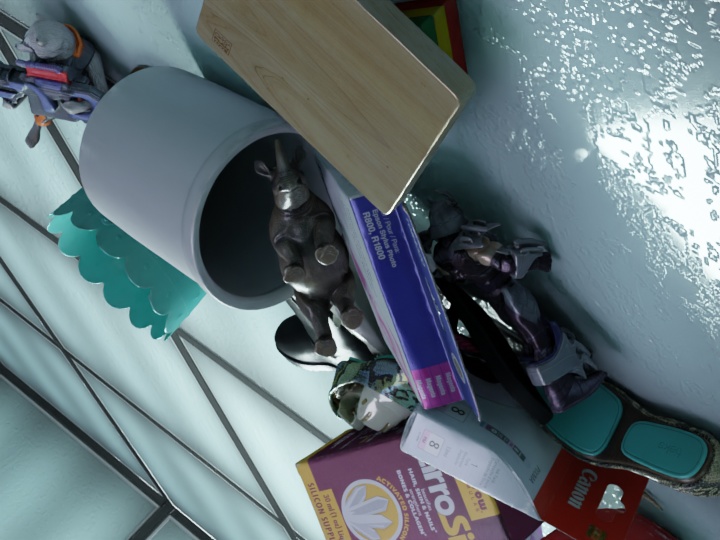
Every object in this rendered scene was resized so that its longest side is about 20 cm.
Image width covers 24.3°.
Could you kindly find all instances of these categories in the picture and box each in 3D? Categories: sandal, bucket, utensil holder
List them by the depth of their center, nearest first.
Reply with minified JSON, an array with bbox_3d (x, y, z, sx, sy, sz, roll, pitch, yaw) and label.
[{"bbox_3d":[0.096,0.067,1.405,0.075,0.045,0.200,38,-166,-40],"label":"sandal"},{"bbox_3d":[-0.134,-0.080,1.493,0.200,0.170,0.170,30,158,45],"label":"utensil holder"},{"bbox_3d":[-0.238,-0.035,1.876,0.207,0.135,0.207,40,163,15],"label":"bucket"}]

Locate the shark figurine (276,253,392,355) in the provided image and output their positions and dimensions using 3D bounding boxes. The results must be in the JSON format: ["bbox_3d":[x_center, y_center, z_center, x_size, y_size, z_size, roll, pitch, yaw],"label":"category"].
[{"bbox_3d":[0.008,0.015,1.550,0.215,0.089,0.128,51,-163,6],"label":"shark figurine"}]

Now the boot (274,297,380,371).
[{"bbox_3d":[-0.067,0.029,1.730,0.164,0.066,0.200,11,152,40],"label":"boot"}]

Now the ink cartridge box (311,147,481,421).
[{"bbox_3d":[0.026,0.007,1.355,0.200,0.043,0.197,-120,9,-67],"label":"ink cartridge box"}]

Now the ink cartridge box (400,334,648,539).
[{"bbox_3d":[0.150,0.144,1.419,0.199,0.163,0.057,23,117,11],"label":"ink cartridge box"}]

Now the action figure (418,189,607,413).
[{"bbox_3d":[0.114,0.016,1.323,0.200,0.069,0.130,53,168,-14],"label":"action figure"}]

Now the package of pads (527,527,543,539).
[{"bbox_3d":[0.108,0.255,1.730,0.200,0.076,0.121,41,-155,-29],"label":"package of pads"}]

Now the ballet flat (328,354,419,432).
[{"bbox_3d":[0.018,0.118,1.546,0.074,0.074,0.200,46,166,-7],"label":"ballet flat"}]

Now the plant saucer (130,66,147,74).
[{"bbox_3d":[-0.174,-0.120,1.707,0.200,0.037,0.201,39,162,15],"label":"plant saucer"}]

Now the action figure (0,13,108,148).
[{"bbox_3d":[-0.333,-0.203,1.773,0.199,0.105,0.194,16,152,7],"label":"action figure"}]

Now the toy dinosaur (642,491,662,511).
[{"bbox_3d":[0.189,0.185,1.582,0.106,0.061,0.200,16,169,-24],"label":"toy dinosaur"}]

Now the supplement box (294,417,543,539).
[{"bbox_3d":[0.060,0.201,1.552,0.199,0.103,0.132,-20,93,34],"label":"supplement box"}]

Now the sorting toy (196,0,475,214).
[{"bbox_3d":[-0.008,-0.163,1.159,0.200,0.070,0.199,44,157,4],"label":"sorting toy"}]

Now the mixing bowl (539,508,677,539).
[{"bbox_3d":[0.248,0.294,1.562,0.200,0.109,0.200,36,165,11],"label":"mixing bowl"}]

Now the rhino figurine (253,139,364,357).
[{"bbox_3d":[-0.046,-0.028,1.399,0.088,0.059,0.201,-104,-3,-51],"label":"rhino figurine"}]

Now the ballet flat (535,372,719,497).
[{"bbox_3d":[0.223,0.141,1.372,0.200,0.068,0.075,23,169,45],"label":"ballet flat"}]
